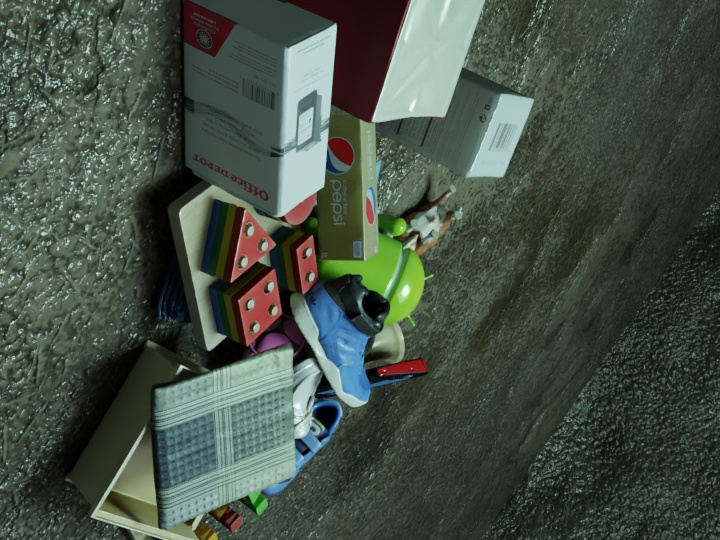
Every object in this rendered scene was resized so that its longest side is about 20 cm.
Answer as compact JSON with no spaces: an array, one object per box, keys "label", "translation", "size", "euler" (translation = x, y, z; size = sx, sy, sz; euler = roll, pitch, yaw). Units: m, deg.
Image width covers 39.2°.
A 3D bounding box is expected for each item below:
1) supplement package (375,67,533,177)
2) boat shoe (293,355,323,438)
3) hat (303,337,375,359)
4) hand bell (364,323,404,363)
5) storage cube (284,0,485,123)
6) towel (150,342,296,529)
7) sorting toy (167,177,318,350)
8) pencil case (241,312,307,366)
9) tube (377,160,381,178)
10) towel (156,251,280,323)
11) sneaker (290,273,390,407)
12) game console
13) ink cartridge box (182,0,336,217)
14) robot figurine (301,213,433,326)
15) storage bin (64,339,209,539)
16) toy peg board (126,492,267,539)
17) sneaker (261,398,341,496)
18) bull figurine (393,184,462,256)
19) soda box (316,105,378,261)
[{"label":"supplement package","translation":[0.108,-0.217,1.360],"size":[0.116,0.199,0.118],"euler":[-9,125,-57]},{"label":"boat shoe","translation":[-0.091,0.192,1.358],"size":[0.070,0.070,0.201],"euler":[-17,149,-41]},{"label":"hat","translation":[-0.032,0.104,1.507],"size":[0.199,0.081,0.201],"euler":[-32,160,-13]},{"label":"hand bell","translation":[-0.036,0.138,1.620],"size":[0.199,0.104,0.105],"euler":[-24,138,-33]},{"label":"storage cube","translation":[0.014,-0.286,1.149],"size":[0.170,0.179,0.202],"euler":[-15,130,-55]},{"label":"towel","translation":[-0.164,0.198,1.231],"size":[0.198,0.034,0.195],"euler":[-15,115,-35]},{"label":"sorting toy","translation":[-0.120,-0.031,1.197],"size":[0.200,0.069,0.201],"euler":[-43,140,-41]},{"label":"pencil case","translation":[-0.130,0.138,1.391],"size":[0.094,0.090,0.201],"euler":[-57,169,-34]},{"label":"tube","translation":[-0.012,-0.063,1.484],"size":[0.077,0.050,0.202],"euler":[-42,151,-70]},{"label":"towel","translation":[-0.168,0.006,1.268],"size":[0.199,0.048,0.113],"euler":[-3,119,-59]},{"label":"sneaker","translation":[-0.002,0.089,1.315],"size":[0.110,0.077,0.201],"euler":[-22,121,10]},{"label":"game console","translation":[-0.008,0.176,1.585],"size":[0.176,0.198,0.031],"euler":[-3,77,-60]},{"label":"ink cartridge box","translation":[-0.110,-0.181,1.072],"size":[0.083,0.144,0.202],"euler":[-37,146,-41]},{"label":"robot figurine","translation":[0.000,0.000,1.385],"size":[0.177,0.198,0.116],"euler":[-67,-172,-11]},{"label":"storage bin","translation":[-0.229,0.222,1.263],"size":[0.198,0.093,0.201],"euler":[34,84,-44]},{"label":"toy peg board","translation":[-0.226,0.326,1.435],"size":[0.199,0.097,0.201],"euler":[-45,150,-28]},{"label":"sneaker","translation":[-0.100,0.272,1.607],"size":[0.200,0.074,0.082],"euler":[-47,-177,-40]},{"label":"bull figurine","translation":[0.092,-0.056,1.628],"size":[0.200,0.065,0.121],"euler":[-48,-175,-38]},{"label":"soda box","translation":[-0.017,-0.116,1.267],"size":[0.068,0.063,0.203],"euler":[-30,120,-71]}]
